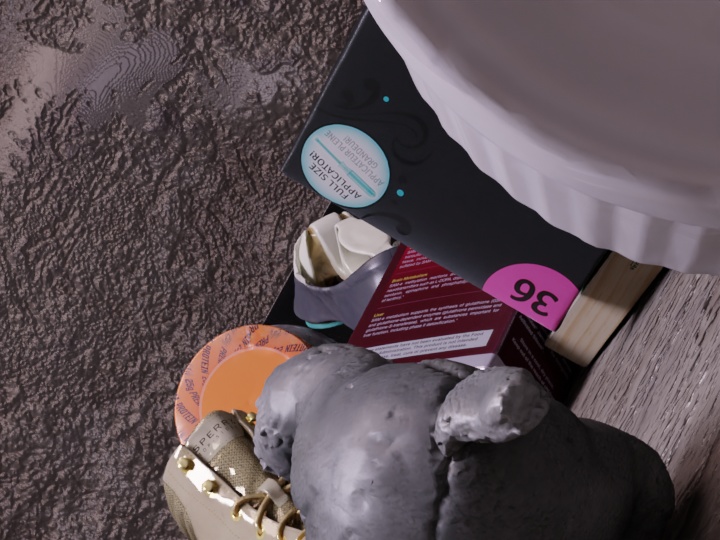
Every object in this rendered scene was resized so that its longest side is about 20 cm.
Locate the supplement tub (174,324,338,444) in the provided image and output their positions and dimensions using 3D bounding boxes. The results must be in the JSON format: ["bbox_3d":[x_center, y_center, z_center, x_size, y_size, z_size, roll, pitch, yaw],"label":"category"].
[{"bbox_3d":[-0.034,0.107,1.429,0.123,0.122,0.200,-61,-26,-8],"label":"supplement tub"}]

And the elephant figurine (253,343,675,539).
[{"bbox_3d":[0.012,0.132,0.705,0.141,0.155,0.201,12,81,45],"label":"elephant figurine"}]

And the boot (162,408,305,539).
[{"bbox_3d":[-0.038,0.127,1.226,0.073,0.156,0.201,-27,-29,-24],"label":"boot"}]

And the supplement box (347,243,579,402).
[{"bbox_3d":[0.071,0.005,1.197,0.108,0.061,0.201,-10,39,39],"label":"supplement box"}]

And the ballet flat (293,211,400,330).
[{"bbox_3d":[0.000,0.000,1.331,0.073,0.073,0.200,-61,17,-3],"label":"ballet flat"}]

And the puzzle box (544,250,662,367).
[{"bbox_3d":[0.152,-0.054,1.079,0.133,0.025,0.200,-62,1,-33],"label":"puzzle box"}]

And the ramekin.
[{"bbox_3d":[0.090,-0.091,0.529,0.203,0.201,0.094,-61,-11,-16],"label":"ramekin"}]

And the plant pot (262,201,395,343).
[{"bbox_3d":[-0.009,0.039,2.967,0.200,0.177,0.200,-61,2,-11],"label":"plant pot"}]

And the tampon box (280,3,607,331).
[{"bbox_3d":[0.082,-0.107,1.041,0.201,0.149,0.126,-60,0,36],"label":"tampon box"}]
